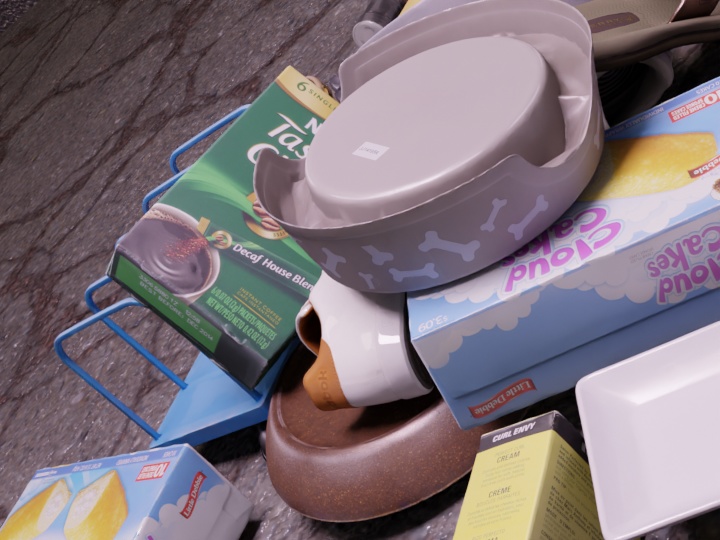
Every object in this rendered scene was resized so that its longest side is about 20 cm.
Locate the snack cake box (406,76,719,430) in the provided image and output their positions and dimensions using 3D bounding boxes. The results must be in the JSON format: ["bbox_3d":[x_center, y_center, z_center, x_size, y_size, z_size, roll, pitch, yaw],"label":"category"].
[{"bbox_3d":[0.123,-0.010,0.705,0.198,0.068,0.116,-25,28,13],"label":"snack cake box"}]

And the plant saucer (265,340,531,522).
[{"bbox_3d":[0.021,0.059,0.809,0.198,0.035,0.201,-25,31,16],"label":"plant saucer"}]

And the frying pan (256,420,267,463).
[{"bbox_3d":[-0.020,0.054,0.931,0.114,0.031,0.192,-24,35,36],"label":"frying pan"}]

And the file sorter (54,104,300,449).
[{"bbox_3d":[-0.104,0.004,0.961,0.138,0.123,0.201,-25,31,45],"label":"file sorter"}]

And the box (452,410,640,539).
[{"bbox_3d":[0.067,0.162,0.569,0.050,0.075,0.202,-25,32,39],"label":"box"}]

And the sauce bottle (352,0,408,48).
[{"bbox_3d":[0.044,-0.284,1.305,0.064,0.065,0.201,-17,36,45],"label":"sauce bottle"}]

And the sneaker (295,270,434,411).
[{"bbox_3d":[0.000,0.000,0.805,0.084,0.073,0.201,-19,34,20],"label":"sneaker"}]

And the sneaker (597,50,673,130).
[{"bbox_3d":[0.115,-0.090,0.879,0.199,0.075,0.100,-40,24,11],"label":"sneaker"}]

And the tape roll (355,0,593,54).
[{"bbox_3d":[0.092,-0.171,0.958,0.199,0.067,0.200,-31,2,1],"label":"tape roll"}]

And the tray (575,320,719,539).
[{"bbox_3d":[0.190,0.050,0.573,0.198,0.022,0.108,-24,29,16],"label":"tray"}]

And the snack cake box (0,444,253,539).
[{"bbox_3d":[-0.171,0.188,0.888,0.199,0.067,0.116,-16,36,47],"label":"snack cake box"}]

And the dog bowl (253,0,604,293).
[{"bbox_3d":[0.041,-0.067,0.736,0.198,0.059,0.201,-22,31,14],"label":"dog bowl"}]

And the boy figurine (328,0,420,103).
[{"bbox_3d":[0.062,-0.202,1.151,0.199,0.064,0.125,-41,24,8],"label":"boy figurine"}]

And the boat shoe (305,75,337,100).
[{"bbox_3d":[-0.052,-0.089,1.144,0.073,0.069,0.201,-28,31,29],"label":"boat shoe"}]

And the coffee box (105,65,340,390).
[{"bbox_3d":[-0.057,-0.034,0.880,0.200,0.122,0.044,-50,-4,-36],"label":"coffee box"}]

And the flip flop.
[{"bbox_3d":[0.195,-0.177,0.839,0.197,0.058,0.081,-18,31,-15],"label":"flip flop"}]
